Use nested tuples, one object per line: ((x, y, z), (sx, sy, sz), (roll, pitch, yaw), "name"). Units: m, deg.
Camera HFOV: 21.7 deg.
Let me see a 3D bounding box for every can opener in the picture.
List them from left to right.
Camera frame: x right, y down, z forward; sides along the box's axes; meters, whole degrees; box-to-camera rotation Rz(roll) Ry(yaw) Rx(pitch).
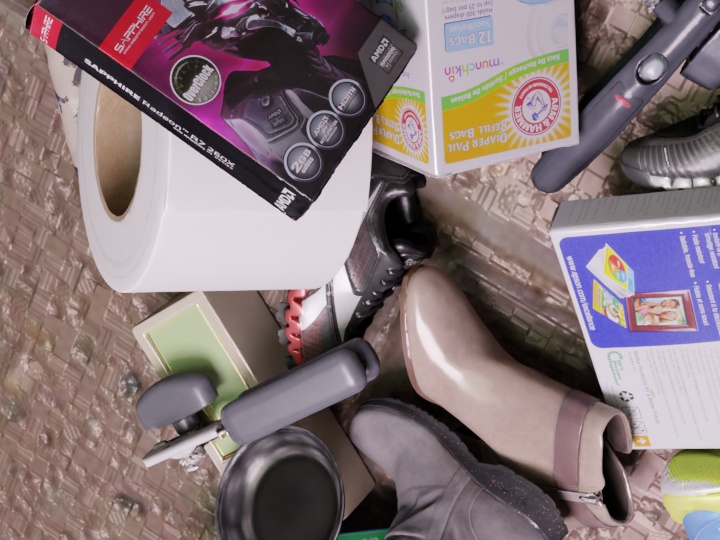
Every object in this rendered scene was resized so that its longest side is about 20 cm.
((-0.080, 0.091, 1.326), (0.199, 0.053, 0.067), (-21, 99, 27), "can opener")
((0.176, -0.118, 1.197), (0.079, 0.063, 0.200), (47, 121, 2), "can opener")

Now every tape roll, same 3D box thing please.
((-0.095, -0.087, 1.236), (0.202, 0.138, 0.204), (180, 90, -66), "tape roll")

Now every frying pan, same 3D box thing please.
((-0.072, 0.202, 1.338), (0.115, 0.031, 0.191), (30, 96, 37), "frying pan")

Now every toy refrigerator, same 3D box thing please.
((-0.080, 0.103, 1.399), (0.076, 0.070, 0.201), (-28, 96, 30), "toy refrigerator")

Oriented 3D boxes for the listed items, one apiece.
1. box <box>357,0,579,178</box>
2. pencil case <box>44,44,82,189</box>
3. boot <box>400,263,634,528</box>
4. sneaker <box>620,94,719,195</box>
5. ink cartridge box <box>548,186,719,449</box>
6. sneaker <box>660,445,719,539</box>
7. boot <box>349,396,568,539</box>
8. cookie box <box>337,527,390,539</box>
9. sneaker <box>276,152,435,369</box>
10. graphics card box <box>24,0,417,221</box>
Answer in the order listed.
((0.063, -0.173, 1.181), (0.101, 0.112, 0.201), (29, 128, 58), "box")
((-0.174, -0.128, 1.349), (0.089, 0.078, 0.201), (-5, 107, 18), "pencil case")
((0.114, 0.090, 1.281), (0.146, 0.070, 0.201), (12, 136, 43), "boot")
((0.254, -0.102, 1.162), (0.199, 0.067, 0.091), (-7, 112, 23), "sneaker")
((0.241, 0.033, 1.202), (0.199, 0.047, 0.198), (-5, 127, 24), "ink cartridge box")
((0.303, 0.167, 1.250), (0.199, 0.076, 0.105), (1, 122, 32), "sneaker")
((0.032, 0.173, 1.290), (0.200, 0.132, 0.070), (27, 154, 43), "boot")
((-0.022, 0.276, 1.398), (0.199, 0.075, 0.171), (-11, 130, 28), "cookie box")
((0.000, 0.000, 1.320), (0.097, 0.071, 0.201), (19, 115, 20), "sneaker")
((-0.081, -0.137, 1.111), (0.200, 0.126, 0.051), (36, 159, -4), "graphics card box")
